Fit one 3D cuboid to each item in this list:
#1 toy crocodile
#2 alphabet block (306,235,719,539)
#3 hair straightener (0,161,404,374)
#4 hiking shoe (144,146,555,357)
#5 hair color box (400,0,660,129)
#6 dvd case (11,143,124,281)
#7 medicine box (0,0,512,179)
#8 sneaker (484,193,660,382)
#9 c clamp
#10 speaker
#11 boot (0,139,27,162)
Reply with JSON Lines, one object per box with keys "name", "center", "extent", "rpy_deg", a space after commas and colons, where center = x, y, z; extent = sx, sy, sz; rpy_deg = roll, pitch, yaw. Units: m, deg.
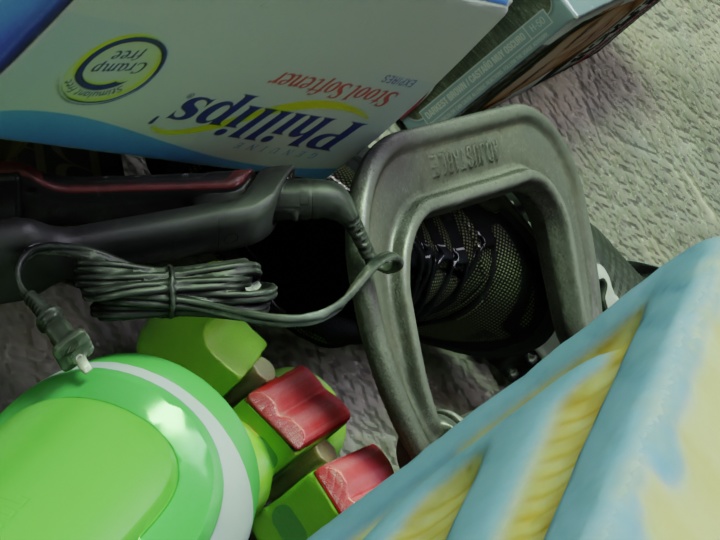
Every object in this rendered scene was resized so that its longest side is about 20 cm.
{"name": "toy crocodile", "center": [-0.006, 0.087, 0.785], "extent": [0.200, 0.062, 0.067], "rpy_deg": [55, 33, 5]}
{"name": "alphabet block", "center": [0.076, 0.149, 0.615], "extent": [0.200, 0.196, 0.195], "rpy_deg": [46, 35, -7]}
{"name": "hair straightener", "center": [-0.082, 0.005, 0.714], "extent": [0.199, 0.041, 0.077], "rpy_deg": [0, 51, -14]}
{"name": "hiking shoe", "center": [0.000, 0.000, 0.855], "extent": [0.200, 0.076, 0.101], "rpy_deg": [27, 33, -33]}
{"name": "hair color box", "center": [0.087, -0.129, 1.071], "extent": [0.061, 0.099, 0.200], "rpy_deg": [54, 33, 4]}
{"name": "dvd case", "center": [-0.152, -0.093, 0.828], "extent": [0.148, 0.016, 0.201], "rpy_deg": [19, 45, -40]}
{"name": "medicine box", "center": [-0.077, -0.140, 0.741], "extent": [0.182, 0.103, 0.200], "rpy_deg": [4, 50, -53]}
{"name": "sneaker", "center": [0.103, 0.023, 0.980], "extent": [0.200, 0.066, 0.091], "rpy_deg": [47, 30, -13]}
{"name": "c clamp", "center": [0.055, 0.026, 0.837], "extent": [0.200, 0.027, 0.172], "rpy_deg": [-7, 91, -59]}
{"name": "speaker", "center": [-0.099, 0.098, 0.643], "extent": [0.089, 0.088, 0.200], "rpy_deg": [48, 33, -4]}
{"name": "boot", "center": [-0.145, -0.130, 0.808], "extent": [0.175, 0.066, 0.200], "rpy_deg": [49, 31, -13]}
